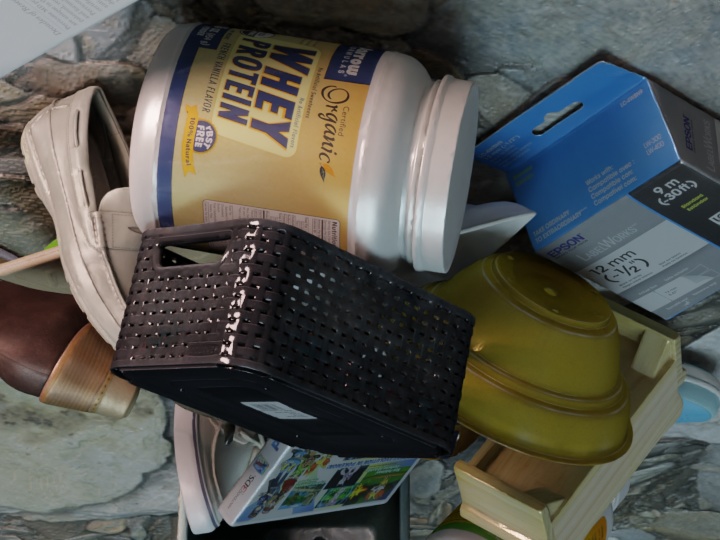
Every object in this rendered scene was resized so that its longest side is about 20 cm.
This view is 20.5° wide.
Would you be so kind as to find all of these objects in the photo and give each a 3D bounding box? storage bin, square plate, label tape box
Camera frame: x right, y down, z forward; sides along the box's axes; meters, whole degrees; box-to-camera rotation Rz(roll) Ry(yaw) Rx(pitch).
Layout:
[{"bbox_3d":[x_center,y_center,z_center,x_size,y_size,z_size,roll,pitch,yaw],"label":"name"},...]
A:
[{"bbox_3d":[-0.040,0.047,1.246,0.135,0.094,0.200,-4,158,45],"label":"storage bin"},{"bbox_3d":[0.000,0.000,1.409,0.198,0.029,0.200,-13,168,-22],"label":"square plate"},{"bbox_3d":[0.192,-0.053,1.381,0.200,0.066,0.143,24,140,-32],"label":"label tape box"}]

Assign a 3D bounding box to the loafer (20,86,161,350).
[{"bbox_3d":[-0.163,-0.030,1.315,0.070,0.200,0.070,-35,161,26],"label":"loafer"}]

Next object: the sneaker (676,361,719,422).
[{"bbox_3d":[0.195,0.137,1.597,0.199,0.131,0.080,4,153,-4],"label":"sneaker"}]

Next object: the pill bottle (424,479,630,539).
[{"bbox_3d":[0.141,0.214,1.652,0.111,0.200,0.111,21,129,28],"label":"pill bottle"}]

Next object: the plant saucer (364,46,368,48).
[{"bbox_3d":[-0.041,-0.093,1.370,0.070,0.019,0.200,29,138,-34],"label":"plant saucer"}]

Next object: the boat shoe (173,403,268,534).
[{"bbox_3d":[-0.103,0.125,1.544,0.070,0.200,0.071,-10,121,4],"label":"boat shoe"}]

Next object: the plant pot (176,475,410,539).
[{"bbox_3d":[-0.047,0.247,1.734,0.196,0.196,0.200,-2,156,5],"label":"plant pot"}]

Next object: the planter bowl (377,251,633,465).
[{"bbox_3d":[0.119,0.044,1.407,0.200,0.201,0.084,16,115,-21],"label":"planter bowl"}]

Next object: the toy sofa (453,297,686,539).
[{"bbox_3d":[0.163,0.125,1.519,0.083,0.200,0.098,26,151,30],"label":"toy sofa"}]

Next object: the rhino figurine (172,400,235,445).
[{"bbox_3d":[-0.105,0.078,1.490,0.087,0.200,0.060,-16,114,-22],"label":"rhino figurine"}]

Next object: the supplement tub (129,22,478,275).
[{"bbox_3d":[-0.033,-0.074,1.258,0.199,0.145,0.145,9,147,8],"label":"supplement tub"}]

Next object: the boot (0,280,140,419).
[{"bbox_3d":[-0.223,0.024,1.350,0.166,0.200,0.072,26,103,-11],"label":"boot"}]

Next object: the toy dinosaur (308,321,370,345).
[{"bbox_3d":[-0.021,0.069,1.514,0.106,0.061,0.200,-13,-175,-29],"label":"toy dinosaur"}]

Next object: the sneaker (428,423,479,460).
[{"bbox_3d":[0.014,0.104,1.628,0.200,0.075,0.088,10,-168,-39],"label":"sneaker"}]

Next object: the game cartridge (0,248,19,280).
[{"bbox_3d":[-0.346,0.005,1.510,0.200,0.041,0.133,28,142,-34],"label":"game cartridge"}]

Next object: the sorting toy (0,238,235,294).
[{"bbox_3d":[-0.144,-0.010,1.447,0.200,0.037,0.185,-11,164,24],"label":"sorting toy"}]

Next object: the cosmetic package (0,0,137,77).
[{"bbox_3d":[-0.158,-0.201,1.140,0.200,0.102,0.074,-23,138,33],"label":"cosmetic package"}]

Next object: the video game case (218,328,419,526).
[{"bbox_3d":[0.006,0.114,1.498,0.200,0.022,0.182,0,131,-55],"label":"video game case"}]
